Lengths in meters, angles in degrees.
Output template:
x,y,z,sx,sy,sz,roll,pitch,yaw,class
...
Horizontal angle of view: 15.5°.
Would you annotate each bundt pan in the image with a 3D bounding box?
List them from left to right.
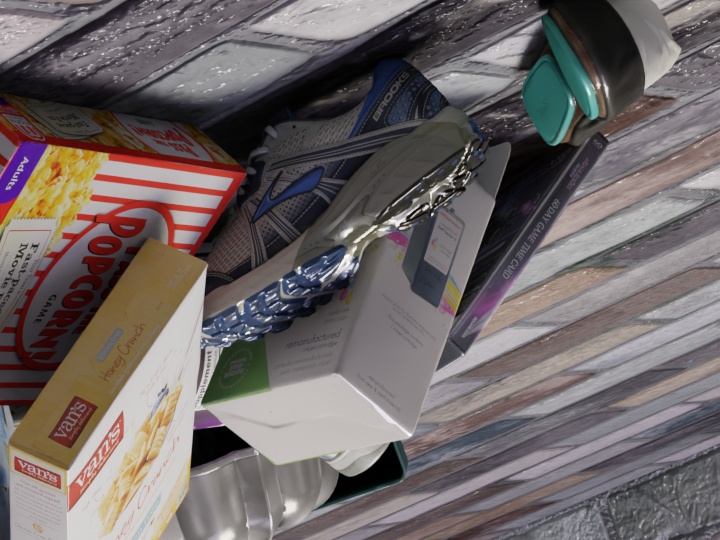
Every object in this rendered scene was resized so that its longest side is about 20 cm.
x,y,z,sx,sy,sz,roll,pitch,yaw,class
-0.101,0.129,1.683,0.200,0.076,0.202,-14,-165,4,bundt pan

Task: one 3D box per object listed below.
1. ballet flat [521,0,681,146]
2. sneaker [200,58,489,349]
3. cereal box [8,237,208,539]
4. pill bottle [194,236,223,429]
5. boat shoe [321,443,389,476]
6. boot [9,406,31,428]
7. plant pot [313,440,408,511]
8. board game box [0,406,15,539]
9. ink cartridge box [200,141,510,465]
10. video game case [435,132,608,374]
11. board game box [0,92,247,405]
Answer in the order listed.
x,y,z,sx,sy,sz,roll,pitch,yaw,class
0.126,-0.113,1.385,0.068,0.068,0.200,-28,178,-4,ballet flat
-0.031,-0.035,1.377,0.199,0.085,0.077,-36,161,7,sneaker
-0.128,0.099,1.334,0.201,0.039,0.144,99,18,-52,cereal box
-0.101,0.038,1.558,0.199,0.113,0.112,-5,162,-47,pill bottle
0.010,0.019,1.548,0.064,0.203,0.074,30,159,-18,boat shoe
-0.231,0.085,1.681,0.153,0.074,0.203,-24,167,40,boot
-0.047,0.099,1.868,0.140,0.142,0.200,-20,177,5,plant pot
-0.218,0.087,1.396,0.041,0.201,0.200,-18,167,2,board game box
0.000,0.000,1.465,0.117,0.201,0.067,-16,134,45,ink cartridge box
0.067,0.005,1.636,0.143,0.019,0.200,-35,-166,52,video game case
-0.158,-0.007,1.283,0.152,0.046,0.200,-57,156,15,board game box
